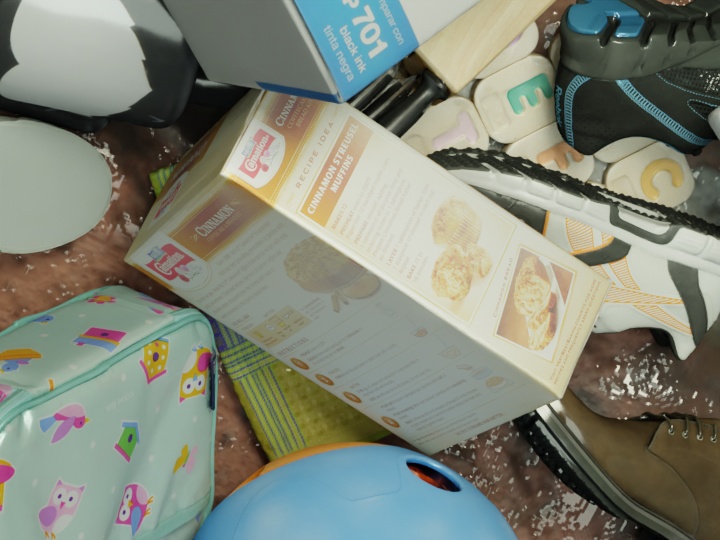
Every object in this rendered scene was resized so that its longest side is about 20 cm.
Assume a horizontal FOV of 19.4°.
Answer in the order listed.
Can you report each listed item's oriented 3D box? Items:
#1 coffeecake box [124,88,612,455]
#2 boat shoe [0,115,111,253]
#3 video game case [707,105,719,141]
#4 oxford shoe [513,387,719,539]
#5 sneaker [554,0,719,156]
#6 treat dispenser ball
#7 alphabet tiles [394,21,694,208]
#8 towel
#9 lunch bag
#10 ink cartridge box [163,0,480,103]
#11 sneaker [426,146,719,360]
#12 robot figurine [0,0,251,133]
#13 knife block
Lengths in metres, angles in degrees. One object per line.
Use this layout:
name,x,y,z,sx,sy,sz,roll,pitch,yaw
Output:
coffeecake box,0.000,0.000,1.064,0.199,0.153,0.073,33,64,-13
boat shoe,-0.225,-0.053,1.089,0.198,0.064,0.071,3,105,-35
video game case,0.305,-0.048,1.112,0.181,0.024,0.201,-35,94,-15
oxford shoe,0.161,0.105,1.202,0.200,0.073,0.085,38,87,-24
sneaker,0.196,-0.109,1.151,0.198,0.073,0.083,-2,125,-14
treat dispenser ball,-0.003,0.192,1.125,0.199,0.201,0.203,-2,105,-9
alphabet tiles,0.083,-0.049,1.172,0.194,0.015,0.201,-27,107,-2
towel,-0.018,0.009,1.162,0.143,0.023,0.201,-23,107,4
lunch bag,-0.148,0.106,1.084,0.077,0.200,0.162,14,115,31
ink cartridge box,0.015,-0.170,0.965,0.199,0.146,0.086,-36,114,-18
sneaker,0.116,-0.009,1.142,0.198,0.074,0.081,19,102,-14
robot figurine,-0.140,-0.139,1.053,0.198,0.125,0.152,12,100,-13
knife block,0.051,-0.124,1.098,0.198,0.064,0.178,2,89,-10
